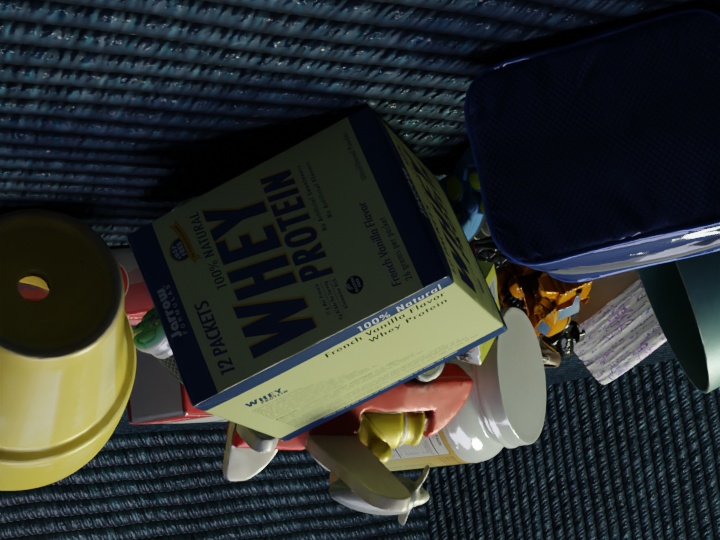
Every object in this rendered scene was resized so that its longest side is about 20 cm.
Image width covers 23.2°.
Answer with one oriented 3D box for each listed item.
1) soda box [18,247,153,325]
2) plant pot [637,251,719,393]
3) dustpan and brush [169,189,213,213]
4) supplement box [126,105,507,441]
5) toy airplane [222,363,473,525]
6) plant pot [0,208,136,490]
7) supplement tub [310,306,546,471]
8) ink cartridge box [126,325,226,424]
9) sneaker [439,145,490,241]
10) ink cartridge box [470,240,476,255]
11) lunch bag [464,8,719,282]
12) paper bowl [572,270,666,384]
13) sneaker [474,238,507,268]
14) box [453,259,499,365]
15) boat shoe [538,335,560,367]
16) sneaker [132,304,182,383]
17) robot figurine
[{"bbox_3d":[-0.266,0.020,1.565,0.198,0.064,0.070,-4,171,-21],"label":"soda box"},{"bbox_3d":[0.308,-0.026,1.384,0.160,0.202,0.201,-21,171,0],"label":"plant pot"},{"bbox_3d":[-0.059,-0.039,1.357,0.199,0.058,0.140,-21,172,-28],"label":"dustpan and brush"},{"bbox_3d":[-0.026,0.011,1.257,0.199,0.135,0.200,-28,162,10],"label":"supplement box"},{"bbox_3d":[-0.021,0.137,1.433,0.198,0.142,0.200,2,-152,21],"label":"toy airplane"},{"bbox_3d":[-0.269,0.050,1.394,0.199,0.202,0.189,-4,155,-21],"label":"plant pot"},{"bbox_3d":[0.055,0.105,1.579,0.199,0.146,0.144,-9,172,25],"label":"supplement tub"},{"bbox_3d":[-0.148,0.080,1.793,0.083,0.146,0.199,-12,170,36],"label":"ink cartridge box"},{"bbox_3d":[0.118,-0.069,1.356,0.082,0.071,0.200,-20,176,-17],"label":"sneaker"},{"bbox_3d":[0.001,0.017,1.717,0.198,0.084,0.145,-5,170,-18],"label":"ink cartridge box"},{"bbox_3d":[0.178,-0.075,1.096,0.198,0.137,0.132,-12,171,19],"label":"lunch bag"},{"bbox_3d":[0.280,0.010,1.697,0.200,0.105,0.201,-39,174,-5],"label":"paper bowl"},{"bbox_3d":[0.114,0.000,1.842,0.199,0.072,0.083,-15,-166,41],"label":"sneaker"},{"bbox_3d":[0.011,0.015,1.403,0.199,0.050,0.076,12,137,24],"label":"box"},{"bbox_3d":[0.100,0.084,1.717,0.201,0.075,0.075,-11,170,4],"label":"boat shoe"},{"bbox_3d":[-0.114,0.033,1.465,0.077,0.091,0.200,-24,-160,39],"label":"sneaker"},{"bbox_3d":[0.160,0.003,1.605,0.058,0.146,0.200,-19,163,-10],"label":"robot figurine"}]
